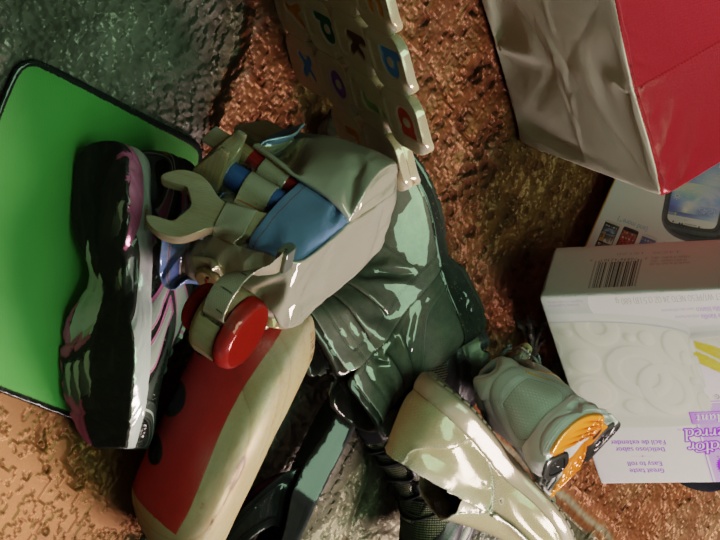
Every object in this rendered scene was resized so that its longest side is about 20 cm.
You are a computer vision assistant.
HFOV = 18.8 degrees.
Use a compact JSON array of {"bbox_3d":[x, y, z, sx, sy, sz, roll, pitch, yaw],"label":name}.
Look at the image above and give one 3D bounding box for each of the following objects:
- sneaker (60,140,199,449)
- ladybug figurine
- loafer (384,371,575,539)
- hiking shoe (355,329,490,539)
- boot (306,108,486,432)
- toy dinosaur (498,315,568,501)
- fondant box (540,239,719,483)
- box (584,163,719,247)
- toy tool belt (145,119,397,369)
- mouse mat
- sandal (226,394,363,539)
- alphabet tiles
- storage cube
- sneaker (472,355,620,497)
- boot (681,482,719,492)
[{"bbox_3d":[-0.131,0.019,1.384,0.086,0.080,0.201,-3,104,-42],"label":"sneaker"},{"bbox_3d":[-0.092,0.102,1.422,0.072,0.136,0.200,26,104,0],"label":"ladybug figurine"},{"bbox_3d":[0.080,0.150,1.517,0.068,0.076,0.200,-41,122,-2],"label":"loafer"},{"bbox_3d":[0.032,0.128,1.571,0.100,0.076,0.201,4,90,-32],"label":"hiking shoe"},{"bbox_3d":[0.000,0.000,1.476,0.131,0.068,0.200,-38,109,-33],"label":"boot"},{"bbox_3d":[0.132,0.093,1.650,0.088,0.047,0.200,-66,152,-28],"label":"toy dinosaur"},{"bbox_3d":[0.230,0.071,1.625,0.058,0.144,0.200,-69,147,-44],"label":"fondant box"},{"bbox_3d":[0.251,-0.050,1.662,0.201,0.119,0.041,-65,161,-10],"label":"box"},{"bbox_3d":[-0.073,-0.024,1.340,0.200,0.123,0.125,-41,154,-44],"label":"toy tool belt"},{"bbox_3d":[-0.191,-0.016,1.380,0.161,0.008,0.201,26,85,-41],"label":"mouse mat"},{"bbox_3d":[-0.063,0.163,1.503,0.048,0.075,0.201,31,71,-11],"label":"sandal"},{"bbox_3d":[-0.010,-0.151,1.371,0.015,0.196,0.201,-24,116,-17],"label":"alphabet tiles"},{"bbox_3d":[0.209,-0.182,1.551,0.179,0.200,0.171,-30,120,-23],"label":"storage cube"},{"bbox_3d":[0.126,0.100,1.544,0.076,0.092,0.200,-45,165,-4],"label":"sneaker"},{"bbox_3d":[0.239,0.079,1.742,0.200,0.075,0.097,51,44,-27],"label":"boot"}]
